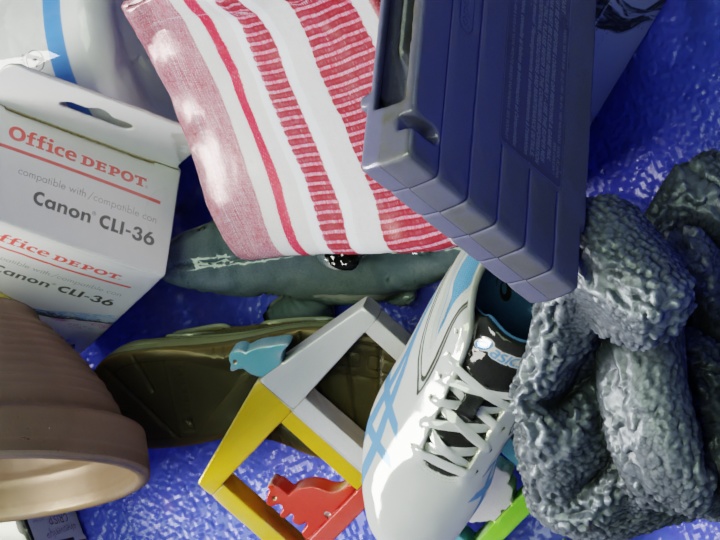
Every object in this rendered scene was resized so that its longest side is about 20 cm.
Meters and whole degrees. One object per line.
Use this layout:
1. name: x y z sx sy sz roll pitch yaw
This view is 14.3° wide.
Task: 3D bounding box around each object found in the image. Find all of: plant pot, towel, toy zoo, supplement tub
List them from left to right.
1. plant pot: -0.206 0.068 1.421 0.200 0.201 0.093 -11 75 26
2. supplement tub: -0.186 -0.111 1.492 0.199 0.132 0.133 -10 88 27
3. towel: -0.027 -0.071 1.312 0.200 0.023 0.145 -2 116 55
4. toy zoo: 0.012 0.104 1.425 0.200 0.020 0.131 41 110 -5

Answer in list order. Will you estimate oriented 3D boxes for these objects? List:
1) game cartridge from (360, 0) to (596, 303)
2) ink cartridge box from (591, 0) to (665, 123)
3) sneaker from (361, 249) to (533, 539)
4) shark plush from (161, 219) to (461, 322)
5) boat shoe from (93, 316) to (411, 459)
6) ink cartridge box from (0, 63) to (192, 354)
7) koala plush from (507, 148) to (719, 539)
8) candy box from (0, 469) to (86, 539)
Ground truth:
1. game cartridge: 0.054 -0.099 1.237 0.038 0.130 0.201 -15 53 30
2. ink cartridge box: 0.069 -0.151 1.389 0.145 0.084 0.200 37 108 20
3. sneaker: 0.053 0.050 1.355 0.072 0.073 0.201 24 105 -2
4. shark plush: 0.000 0.000 1.431 0.199 0.083 0.091 12 98 25
5. boat shoe: -0.037 0.056 1.467 0.200 0.063 0.074 -4 106 17
6. ink cartridge box: -0.169 -0.020 1.446 0.200 0.116 0.068 -41 37 52
7. koala plush: 0.185 0.072 1.306 0.199 0.177 0.184 27 115 22
8. candy box: -0.250 0.084 1.572 0.136 0.061 0.201 -25 81 24
